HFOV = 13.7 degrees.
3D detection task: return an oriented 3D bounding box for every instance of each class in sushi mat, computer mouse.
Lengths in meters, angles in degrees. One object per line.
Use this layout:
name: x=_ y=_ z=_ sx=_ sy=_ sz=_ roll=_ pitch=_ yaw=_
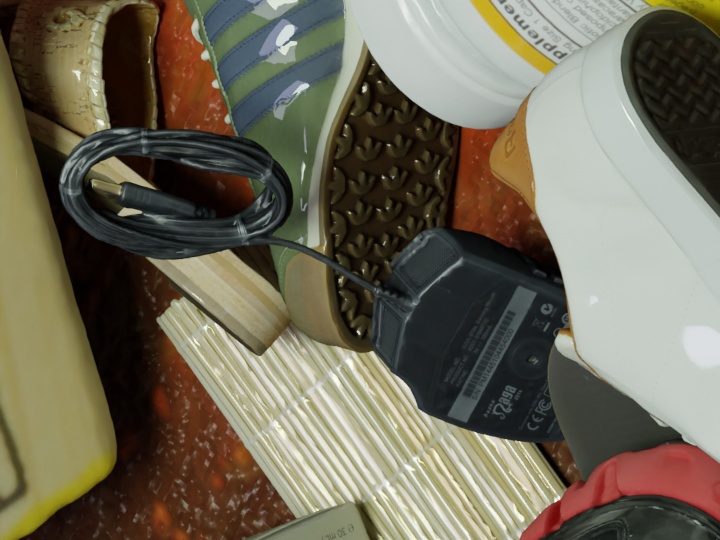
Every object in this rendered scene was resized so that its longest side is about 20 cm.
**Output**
sushi mat: x=0.013 y=0.066 z=1.010 sx=0.096 sy=0.012 sz=0.200 roll=-45 pitch=74 yaw=32
computer mouse: x=0.000 y=0.000 z=0.932 sx=0.199 sy=0.034 sz=0.059 roll=24 pitch=112 yaw=-17

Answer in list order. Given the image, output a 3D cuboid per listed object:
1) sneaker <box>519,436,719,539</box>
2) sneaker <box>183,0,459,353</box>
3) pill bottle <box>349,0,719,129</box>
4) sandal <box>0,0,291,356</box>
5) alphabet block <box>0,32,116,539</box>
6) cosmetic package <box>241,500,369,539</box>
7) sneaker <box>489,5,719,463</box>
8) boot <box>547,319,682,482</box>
sneaker: x=0.039 y=0.128 z=0.874 sx=0.071 sy=0.098 sz=0.200 roll=46 pitch=126 yaw=-5
sneaker: x=-0.020 y=-0.080 z=0.978 sx=0.090 sy=0.067 sz=0.201 roll=12 pitch=105 yaw=39
pill bottle: x=0.084 y=-0.113 z=0.855 sx=0.200 sy=0.113 sz=0.113 roll=-29 pitch=82 yaw=49
sandal: x=-0.085 y=-0.059 z=1.032 sx=0.212 sy=0.078 sz=0.070 roll=40 pitch=85 yaw=25
alphabet block: x=-0.226 y=0.008 z=1.002 sx=0.195 sy=0.196 sz=0.201 roll=17 pitch=130 yaw=44
cosmetic package: x=-0.020 y=0.191 z=1.013 sx=0.103 sy=0.073 sz=0.201 roll=-25 pitch=86 yaw=39
sneaker: x=0.110 y=0.026 z=0.827 sx=0.085 sy=0.073 sz=0.200 roll=-32 pitch=92 yaw=47
boot: x=0.111 y=0.087 z=0.922 sx=0.073 sy=0.075 sz=0.201 roll=-5 pitch=111 yaw=22
